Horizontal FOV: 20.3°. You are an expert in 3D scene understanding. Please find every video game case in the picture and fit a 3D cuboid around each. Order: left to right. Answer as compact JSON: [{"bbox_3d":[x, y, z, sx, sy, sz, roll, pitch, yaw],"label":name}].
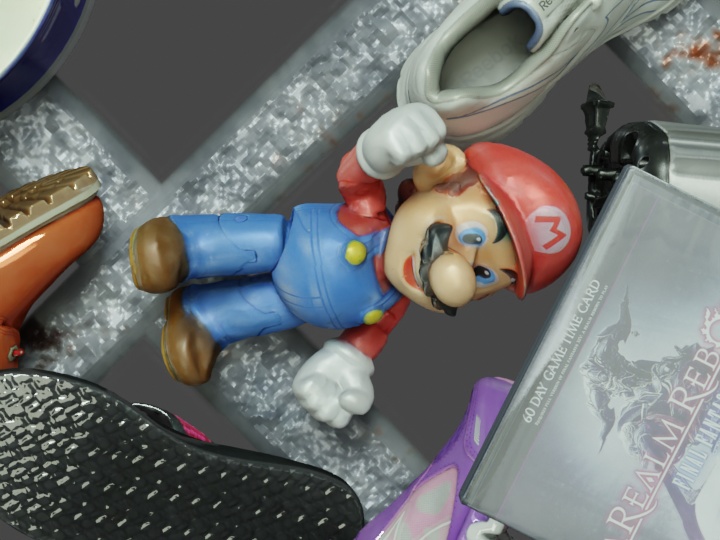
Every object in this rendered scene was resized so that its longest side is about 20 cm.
[{"bbox_3d":[0.157,0.068,0.760,0.200,0.019,0.143,26,94,-4],"label":"video game case"}]

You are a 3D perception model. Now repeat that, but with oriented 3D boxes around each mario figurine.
[{"bbox_3d":[0.000,0.000,0.889,0.199,0.123,0.106,-13,66,10],"label":"mario figurine"}]

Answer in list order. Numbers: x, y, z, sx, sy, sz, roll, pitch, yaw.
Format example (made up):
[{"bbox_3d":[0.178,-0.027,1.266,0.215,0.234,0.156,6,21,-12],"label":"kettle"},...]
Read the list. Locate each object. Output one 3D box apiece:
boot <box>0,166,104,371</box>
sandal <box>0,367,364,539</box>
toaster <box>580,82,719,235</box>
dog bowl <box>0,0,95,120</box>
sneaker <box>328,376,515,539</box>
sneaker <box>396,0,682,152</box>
[{"bbox_3d":[-0.180,0.040,0.932,0.200,0.075,0.107,-40,104,3],"label":"boot"},{"bbox_3d":[-0.095,0.098,0.931,0.200,0.045,0.075,20,97,-20],"label":"sandal"},{"bbox_3d":[0.154,0.020,0.856,0.118,0.181,0.201,3,94,0],"label":"toaster"},{"bbox_3d":[-0.221,-0.157,0.915,0.199,0.079,0.201,0,92,3],"label":"dog bowl"},{"bbox_3d":[0.018,0.137,0.911,0.088,0.080,0.201,21,83,13],"label":"sneaker"},{"bbox_3d":[0.099,-0.128,0.896,0.075,0.087,0.200,44,93,1],"label":"sneaker"}]
